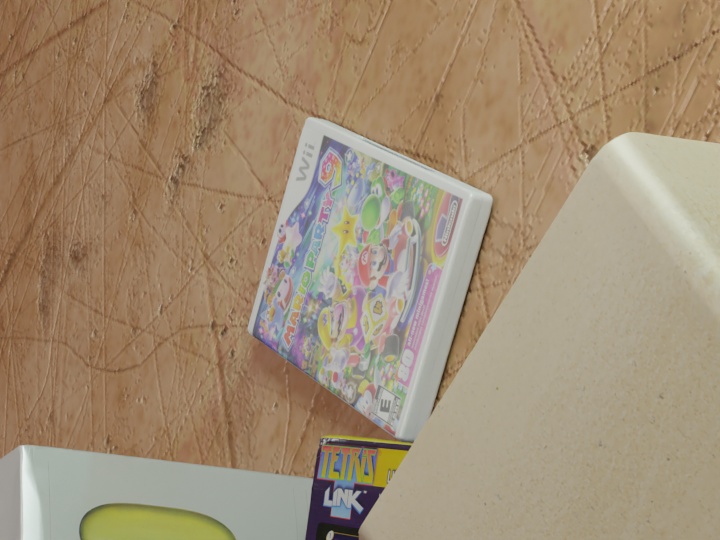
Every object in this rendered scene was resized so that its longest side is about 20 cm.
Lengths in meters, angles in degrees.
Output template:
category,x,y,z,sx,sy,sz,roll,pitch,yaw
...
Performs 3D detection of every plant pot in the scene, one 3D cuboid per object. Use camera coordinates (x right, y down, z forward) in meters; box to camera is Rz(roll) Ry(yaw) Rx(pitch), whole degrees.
category,x,y,z,sx,sy,sz,roll,pitch,yaw
plant pot,0.155,0.090,0.702,0.177,0.200,0.200,55,127,36

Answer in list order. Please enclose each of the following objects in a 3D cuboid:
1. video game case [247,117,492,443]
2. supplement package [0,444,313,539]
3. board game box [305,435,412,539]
category,x,y,z,sx,sy,sz,roll,pitch,yaw
video game case,0.000,0.000,1.131,0.200,0.018,0.143,30,107,58
supplement package,-0.131,0.216,1.103,0.147,0.200,0.191,-33,54,50
board game box,0.040,0.172,0.979,0.200,0.057,0.166,-1,78,58
